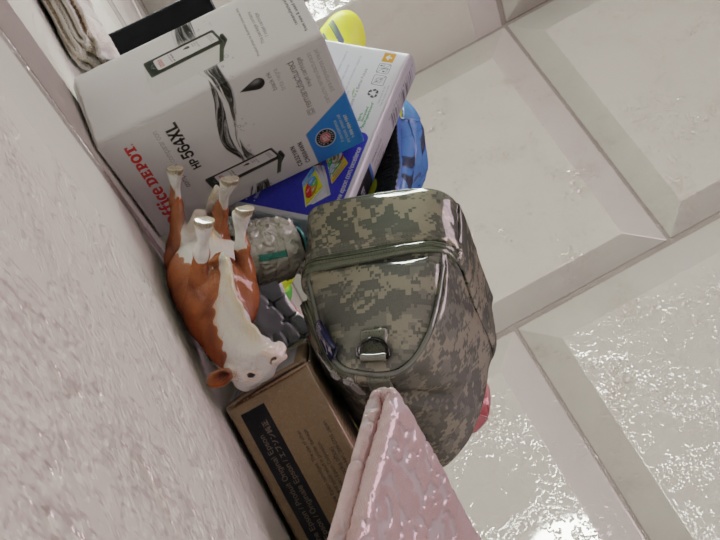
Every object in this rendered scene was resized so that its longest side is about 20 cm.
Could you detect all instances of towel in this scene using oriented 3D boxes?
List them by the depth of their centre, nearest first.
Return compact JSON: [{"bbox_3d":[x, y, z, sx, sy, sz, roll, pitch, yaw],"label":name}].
[{"bbox_3d":[0.033,0.214,0.840,0.192,0.032,0.201,-72,146,-42],"label":"towel"},{"bbox_3d":[-0.274,-0.250,1.162,0.133,0.034,0.200,63,-2,-4],"label":"towel"}]

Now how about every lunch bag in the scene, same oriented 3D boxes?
[{"bbox_3d":[0.032,0.053,0.982,0.200,0.138,0.169,65,20,-53],"label":"lunch bag"}]

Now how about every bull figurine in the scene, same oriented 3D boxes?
[{"bbox_3d":[-0.107,0.003,0.906,0.200,0.065,0.122,-135,-136,-57],"label":"bull figurine"}]

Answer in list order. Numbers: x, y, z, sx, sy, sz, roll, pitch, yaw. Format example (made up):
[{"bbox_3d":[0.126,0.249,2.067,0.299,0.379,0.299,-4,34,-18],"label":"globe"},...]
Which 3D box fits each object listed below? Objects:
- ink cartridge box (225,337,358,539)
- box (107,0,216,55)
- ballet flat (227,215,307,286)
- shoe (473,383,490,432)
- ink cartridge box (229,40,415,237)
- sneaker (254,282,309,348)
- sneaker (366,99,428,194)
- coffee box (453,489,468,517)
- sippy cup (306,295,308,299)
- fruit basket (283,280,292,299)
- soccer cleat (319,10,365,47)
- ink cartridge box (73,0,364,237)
[{"bbox_3d":[-0.034,0.150,0.976,0.165,0.075,0.200,61,-1,-2],"label":"ink cartridge box"},{"bbox_3d":[-0.212,-0.236,1.367,0.079,0.141,0.200,61,-1,-2],"label":"box"},{"bbox_3d":[-0.119,-0.013,1.054,0.200,0.072,0.072,-9,-68,58],"label":"ballet flat"},{"bbox_3d":[0.073,0.136,1.134,0.091,0.071,0.200,57,30,-22],"label":"shoe"},{"bbox_3d":[-0.073,-0.130,1.121,0.047,0.199,0.199,67,39,-58],"label":"ink cartridge box"},{"bbox_3d":[-0.090,0.069,1.342,0.201,0.077,0.082,65,-12,-9],"label":"sneaker"},{"bbox_3d":[0.035,-0.082,1.140,0.078,0.066,0.201,41,38,-32],"label":"sneaker"},{"bbox_3d":[0.088,0.345,1.310,0.200,0.079,0.114,-119,-143,-53],"label":"coffee box"},{"bbox_3d":[0.000,0.000,1.199,0.177,0.139,0.131,-7,-77,45],"label":"sippy cup"},{"bbox_3d":[-0.124,-0.048,1.524,0.216,0.155,0.216,45,-11,11],"label":"fruit basket"},{"bbox_3d":[-0.022,-0.173,1.200,0.083,0.201,0.065,-9,-35,45],"label":"soccer cleat"},{"bbox_3d":[-0.115,-0.132,1.016,0.085,0.199,0.146,64,0,33],"label":"ink cartridge box"}]
